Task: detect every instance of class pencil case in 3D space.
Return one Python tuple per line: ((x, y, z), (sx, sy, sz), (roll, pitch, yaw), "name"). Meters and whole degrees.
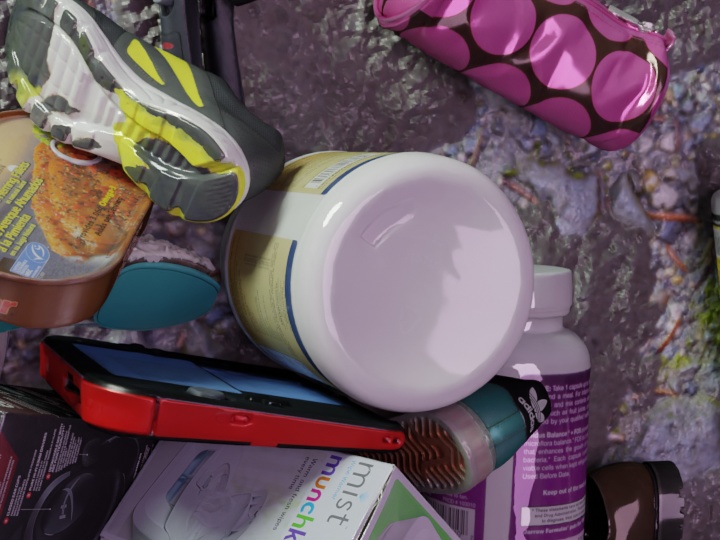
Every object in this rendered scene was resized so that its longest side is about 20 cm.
((0.112, -0.162, 0.933), (0.200, 0.091, 0.094), (23, 121, -24), "pencil case")

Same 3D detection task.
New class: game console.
((-0.088, 0.069, 0.812), (0.177, 0.200, 0.031), (6, 94, -22), "game console")

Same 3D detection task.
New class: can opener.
((-0.098, -0.145, 0.865), (0.063, 0.079, 0.200), (-5, 106, -29), "can opener")

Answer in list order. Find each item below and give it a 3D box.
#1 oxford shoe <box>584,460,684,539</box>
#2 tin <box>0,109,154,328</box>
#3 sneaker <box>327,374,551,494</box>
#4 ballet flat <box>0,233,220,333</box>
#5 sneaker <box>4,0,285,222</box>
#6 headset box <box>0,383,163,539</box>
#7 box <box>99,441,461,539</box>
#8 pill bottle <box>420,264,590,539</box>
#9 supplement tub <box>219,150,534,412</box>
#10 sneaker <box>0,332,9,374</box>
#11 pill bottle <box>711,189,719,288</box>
((0.182, 0.238, 1.014), (0.084, 0.073, 0.200), (2, 88, -11), "oxford shoe")
((-0.179, -0.033, 0.777), (0.112, 0.200, 0.042), (23, 117, -5), "tin")
((0.044, 0.095, 0.872), (0.080, 0.200, 0.071), (-25, 101, -27), "sneaker")
((-0.170, -0.003, 0.828), (0.200, 0.072, 0.072), (-2, 96, -48), "ballet flat")
((-0.129, -0.098, 0.827), (0.085, 0.200, 0.075), (-19, 146, -57), "sneaker")
((-0.199, 0.143, 0.783), (0.200, 0.077, 0.149), (18, 88, -64), "headset box")
((-0.021, 0.189, 0.823), (0.200, 0.176, 0.097), (52, 57, -39), "box")
((0.097, 0.097, 0.937), (0.112, 0.112, 0.200), (0, 95, -22), "pill bottle")
((0.000, 0.000, 0.841), (0.144, 0.200, 0.145), (-2, 96, -21), "supplement tub")
((-0.241, 0.064, 0.820), (0.073, 0.071, 0.200), (1, 94, -22), "sneaker")
((0.323, 0.034, 1.021), (0.111, 0.111, 0.200), (-12, 100, -20), "pill bottle")
